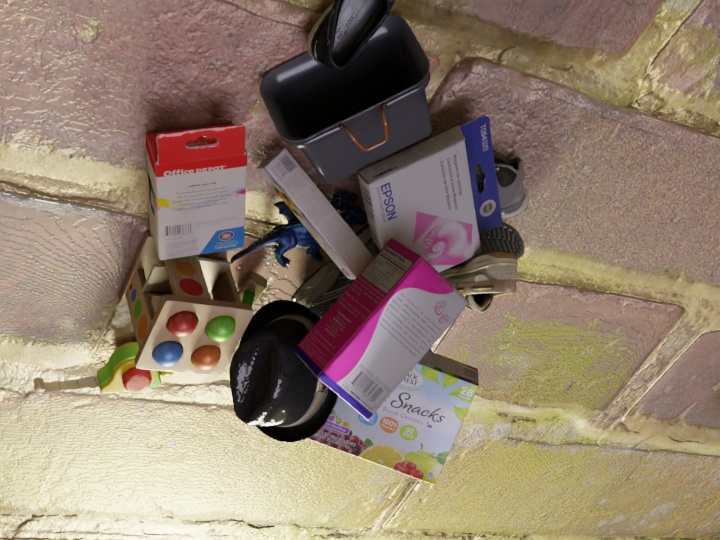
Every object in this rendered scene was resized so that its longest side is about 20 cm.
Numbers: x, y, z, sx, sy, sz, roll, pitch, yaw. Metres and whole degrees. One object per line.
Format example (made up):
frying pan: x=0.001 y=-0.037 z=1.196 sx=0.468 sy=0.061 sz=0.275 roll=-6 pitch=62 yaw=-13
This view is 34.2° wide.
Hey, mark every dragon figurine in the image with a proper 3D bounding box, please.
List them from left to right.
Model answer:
dragon figurine: x=-0.087 y=-0.060 z=1.594 sx=0.200 sy=0.059 sz=0.100 roll=-4 pitch=131 yaw=-27

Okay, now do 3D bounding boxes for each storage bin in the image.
storage bin: x=0.000 y=-0.195 z=1.459 sx=0.200 sy=0.146 sz=0.134 roll=-27 pitch=147 yaw=2

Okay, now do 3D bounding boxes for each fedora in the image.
fedora: x=-0.121 y=0.142 z=1.589 sx=0.092 sy=0.201 sz=0.201 roll=-7 pitch=140 yaw=-55

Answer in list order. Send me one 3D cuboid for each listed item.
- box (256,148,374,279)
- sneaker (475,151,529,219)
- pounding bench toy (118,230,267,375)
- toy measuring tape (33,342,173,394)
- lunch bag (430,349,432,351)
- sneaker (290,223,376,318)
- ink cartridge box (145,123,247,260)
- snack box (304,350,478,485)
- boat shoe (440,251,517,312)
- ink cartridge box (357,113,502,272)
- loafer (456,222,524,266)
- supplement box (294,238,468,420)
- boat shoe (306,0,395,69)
box: x=-0.057 y=-0.073 z=1.540 sx=0.041 sy=0.039 sz=0.200 roll=-45 pitch=109 yaw=-15
sneaker: x=0.146 y=-0.114 z=1.651 sx=0.200 sy=0.075 sz=0.116 roll=-23 pitch=133 yaw=-18
pounding bench toy: x=-0.203 y=0.055 z=1.583 sx=0.200 sy=0.156 sz=0.124 roll=8 pitch=128 yaw=-31
toy measuring tape: x=-0.359 y=0.138 z=1.658 sx=0.199 sy=0.074 sz=0.074 roll=-2 pitch=132 yaw=-24
lunch bag: x=0.011 y=0.142 z=1.756 sx=0.200 sy=0.170 sz=0.127 roll=-36 pitch=139 yaw=12
sneaker: x=0.000 y=0.000 z=1.640 sx=0.200 sy=0.078 sz=0.086 roll=-43 pitch=93 yaw=0
ink cartridge box: x=-0.208 y=-0.114 z=1.481 sx=0.116 sy=0.067 sz=0.200 roll=-9 pitch=135 yaw=-18
snack box: x=0.043 y=0.185 z=1.633 sx=0.200 sy=0.068 sz=0.169 roll=21 pitch=109 yaw=-4
boat shoe: x=0.158 y=0.027 z=1.670 sx=0.072 sy=0.065 sz=0.200 roll=2 pitch=165 yaw=-29
ink cartridge box: x=0.106 y=-0.086 z=1.567 sx=0.200 sy=0.043 sz=0.197 roll=-25 pitch=132 yaw=-12
loafer: x=0.145 y=-0.027 z=1.737 sx=0.199 sy=0.075 sz=0.070 roll=-5 pitch=160 yaw=-12
supplement box: x=0.026 y=0.073 z=1.509 sx=0.200 sy=0.103 sz=0.101 roll=-48 pitch=117 yaw=-2
boat shoe: x=0.009 y=-0.321 z=1.365 sx=0.074 sy=0.066 sz=0.200 roll=31 pitch=104 yaw=-32
